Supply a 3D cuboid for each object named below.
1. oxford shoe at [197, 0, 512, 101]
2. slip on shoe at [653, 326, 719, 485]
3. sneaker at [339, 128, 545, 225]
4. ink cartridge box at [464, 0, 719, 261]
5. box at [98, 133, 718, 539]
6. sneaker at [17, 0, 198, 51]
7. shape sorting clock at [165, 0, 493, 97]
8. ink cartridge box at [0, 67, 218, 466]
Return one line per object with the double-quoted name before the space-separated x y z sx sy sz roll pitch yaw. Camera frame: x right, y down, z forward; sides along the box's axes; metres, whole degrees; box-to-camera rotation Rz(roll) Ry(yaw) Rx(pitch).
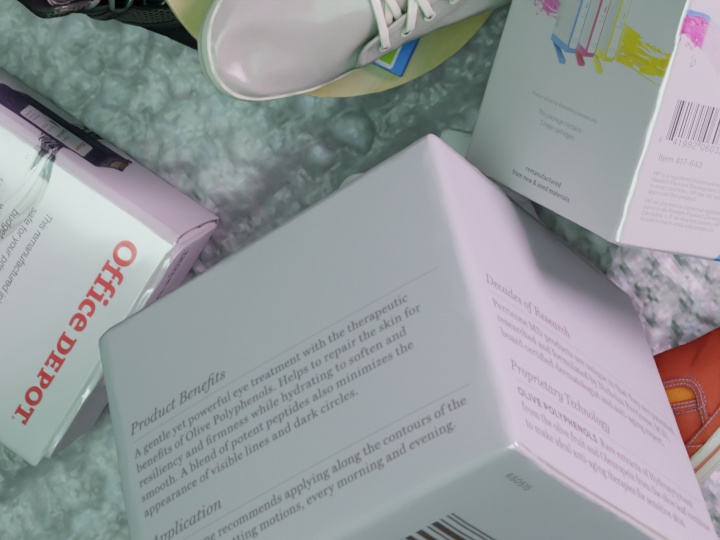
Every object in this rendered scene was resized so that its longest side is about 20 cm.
"oxford shoe" 0.017 -0.136 0.984 0.200 0.058 0.075 -24 112 -14
"slip on shoe" 0.165 0.062 1.038 0.061 0.074 0.200 42 110 6
"sneaker" 0.000 0.000 1.071 0.200 0.070 0.080 -29 70 18
"ink cartridge box" 0.156 -0.116 0.957 0.128 0.125 0.200 9 104 -34
"box" 0.022 0.085 0.968 0.199 0.200 0.172 -31 52 22
"sneaker" -0.101 -0.146 1.037 0.199 0.114 0.076 17 103 4
"shape sorting clock" -0.012 -0.184 1.014 0.200 0.039 0.200 -5 104 -21
"ink cartridge box" -0.197 -0.018 1.093 0.200 0.084 0.145 34 104 6
